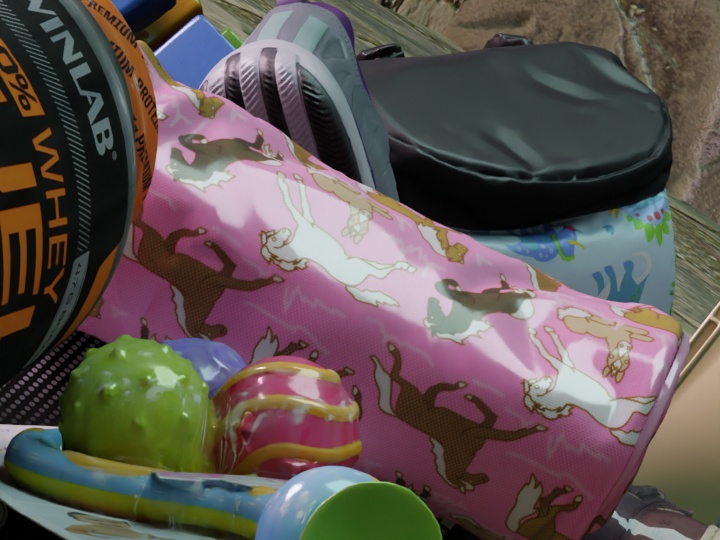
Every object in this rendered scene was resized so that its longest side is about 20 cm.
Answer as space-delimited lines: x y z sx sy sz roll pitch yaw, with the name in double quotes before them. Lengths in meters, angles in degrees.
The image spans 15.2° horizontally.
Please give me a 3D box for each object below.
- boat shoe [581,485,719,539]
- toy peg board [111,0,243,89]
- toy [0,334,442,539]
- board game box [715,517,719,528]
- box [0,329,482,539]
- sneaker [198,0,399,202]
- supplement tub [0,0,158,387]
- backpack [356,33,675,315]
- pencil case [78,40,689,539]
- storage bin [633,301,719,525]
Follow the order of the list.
"boat shoe" 0.092 0.107 0.957 0.065 0.072 0.200 39 -7 4
"toy peg board" -0.073 -0.070 1.112 0.200 0.098 0.199 48 -13 14
"toy" -0.033 0.043 0.662 0.114 0.048 0.200 9 6 -24
"board game box" 0.159 0.103 0.957 0.034 0.135 0.200 31 -18 -1
"box" -0.061 0.055 0.795 0.192 0.048 0.200 31 36 10
"sneaker" 0.000 0.000 0.925 0.074 0.201 0.088 -3 31 16
"supplement tub" -0.131 -0.014 0.630 0.122 0.123 0.200 31 26 9
"backpack" 0.039 0.029 1.033 0.162 0.201 0.154 -6 44 -40
"pencil case" -0.008 0.009 0.779 0.199 0.083 0.087 27 7 0
"storage bin" 0.206 0.115 1.114 0.200 0.199 0.094 36 -6 31
